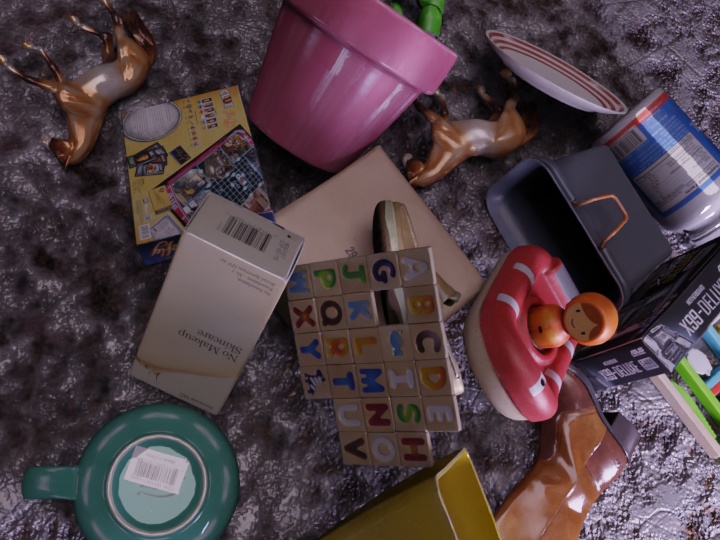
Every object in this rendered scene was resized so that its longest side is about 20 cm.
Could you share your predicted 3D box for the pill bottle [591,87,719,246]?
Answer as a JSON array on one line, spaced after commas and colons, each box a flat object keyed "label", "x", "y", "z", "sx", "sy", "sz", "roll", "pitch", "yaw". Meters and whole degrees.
[{"label": "pill bottle", "x": 0.397, "y": -0.120, "z": 0.977, "sx": 0.112, "sy": 0.112, "sz": 0.200, "roll": -41, "pitch": 88, "yaw": -21}]

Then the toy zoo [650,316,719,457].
[{"label": "toy zoo", "x": 0.462, "y": 0.119, "z": 0.971, "sx": 0.200, "sy": 0.020, "sz": 0.131, "roll": -34, "pitch": 84, "yaw": -20}]

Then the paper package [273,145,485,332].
[{"label": "paper package", "x": 0.000, "y": 0.000, "z": 0.846, "sx": 0.190, "sy": 0.103, "sz": 0.200, "roll": -35, "pitch": 84, "yaw": -20}]

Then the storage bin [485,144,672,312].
[{"label": "storage bin", "x": 0.271, "y": -0.055, "z": 0.920, "sx": 0.134, "sy": 0.146, "sz": 0.200, "roll": -26, "pitch": 82, "yaw": -30}]

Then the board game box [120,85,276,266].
[{"label": "board game box", "x": -0.172, "y": -0.105, "z": 0.813, "sx": 0.135, "sy": 0.035, "sz": 0.200, "roll": -15, "pitch": 52, "yaw": -5}]

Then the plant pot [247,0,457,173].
[{"label": "plant pot", "x": -0.024, "y": -0.214, "z": 0.847, "sx": 0.200, "sy": 0.200, "sz": 0.179, "roll": 33, "pitch": 107, "yaw": -3}]

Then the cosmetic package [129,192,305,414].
[{"label": "cosmetic package", "x": -0.140, "y": 0.036, "z": 0.745, "sx": 0.103, "sy": 0.200, "sz": 0.073, "roll": 25, "pitch": 36, "yaw": -5}]

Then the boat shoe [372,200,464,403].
[{"label": "boat shoe", "x": 0.060, "y": 0.027, "z": 0.759, "sx": 0.076, "sy": 0.072, "sz": 0.201, "roll": -9, "pitch": 87, "yaw": -4}]

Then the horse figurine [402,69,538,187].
[{"label": "horse figurine", "x": 0.139, "y": -0.177, "z": 0.955, "sx": 0.199, "sy": 0.050, "sz": 0.133, "roll": -8, "pitch": 68, "yaw": -12}]

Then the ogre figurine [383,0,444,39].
[{"label": "ogre figurine", "x": 0.025, "y": -0.348, "z": 0.964, "sx": 0.200, "sy": 0.098, "sz": 0.120, "roll": 31, "pitch": 87, "yaw": 12}]

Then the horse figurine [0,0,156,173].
[{"label": "horse figurine", "x": -0.295, "y": -0.221, "z": 0.861, "sx": 0.133, "sy": 0.050, "sz": 0.200, "roll": 48, "pitch": 62, "yaw": -11}]

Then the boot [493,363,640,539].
[{"label": "boot", "x": 0.192, "y": 0.207, "z": 0.861, "sx": 0.188, "sy": 0.068, "sz": 0.200, "roll": 45, "pitch": 69, "yaw": -10}]

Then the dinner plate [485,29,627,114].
[{"label": "dinner plate", "x": 0.239, "y": -0.240, "z": 0.966, "sx": 0.200, "sy": 0.024, "sz": 0.200, "roll": 22, "pitch": 27, "yaw": -12}]

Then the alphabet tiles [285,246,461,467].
[{"label": "alphabet tiles", "x": 0.009, "y": 0.086, "z": 0.731, "sx": 0.008, "sy": 0.167, "sz": 0.201, "roll": -14, "pitch": 96, "yaw": -57}]

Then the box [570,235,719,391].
[{"label": "box", "x": 0.350, "y": 0.047, "z": 0.892, "sx": 0.200, "sy": 0.158, "sz": 0.050, "roll": -41, "pitch": 87, "yaw": -20}]

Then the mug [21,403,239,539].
[{"label": "mug", "x": -0.203, "y": 0.209, "z": 0.726, "sx": 0.185, "sy": 0.114, "sz": 0.152, "roll": -28, "pitch": 83, "yaw": -20}]

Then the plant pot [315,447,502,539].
[{"label": "plant pot", "x": 0.041, "y": 0.299, "z": 0.716, "sx": 0.176, "sy": 0.200, "sz": 0.201, "roll": -23, "pitch": 79, "yaw": 13}]

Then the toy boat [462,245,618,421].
[{"label": "toy boat", "x": 0.192, "y": 0.057, "z": 0.778, "sx": 0.131, "sy": 0.130, "sz": 0.200, "roll": 56, "pitch": 43, "yaw": -19}]
